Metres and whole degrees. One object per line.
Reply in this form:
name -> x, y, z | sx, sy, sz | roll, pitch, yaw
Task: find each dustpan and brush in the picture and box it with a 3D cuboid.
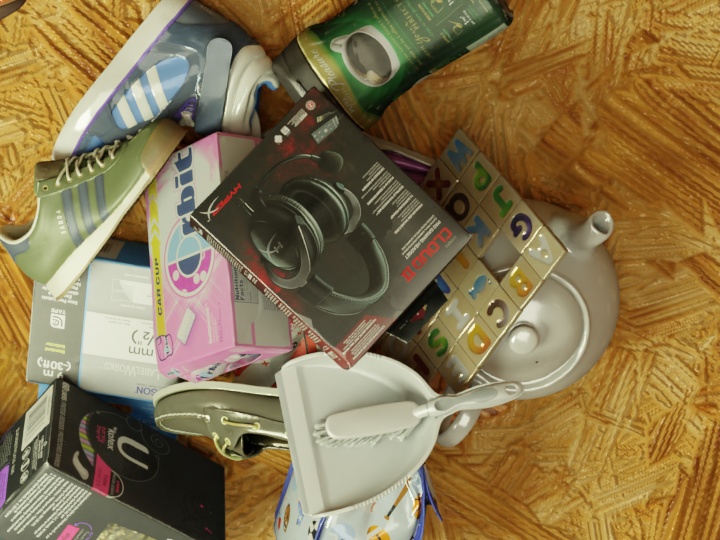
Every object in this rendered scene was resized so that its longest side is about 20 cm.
dustpan and brush -> 0.038, 0.123, 1.460 | 0.200, 0.057, 0.140 | -10, 73, -9

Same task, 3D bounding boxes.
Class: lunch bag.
lunch bag -> 0.001, 0.205, 1.590 | 0.124, 0.170, 0.200 | 9, 111, -15

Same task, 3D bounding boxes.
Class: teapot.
teapot -> 0.140, 0.041, 1.539 | 0.197, 0.146, 0.200 | -11, 110, 7

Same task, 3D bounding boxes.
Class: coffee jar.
coffee jar -> 0.025, -0.199, 1.486 | 0.200, 0.085, 0.104 | -35, 98, 13

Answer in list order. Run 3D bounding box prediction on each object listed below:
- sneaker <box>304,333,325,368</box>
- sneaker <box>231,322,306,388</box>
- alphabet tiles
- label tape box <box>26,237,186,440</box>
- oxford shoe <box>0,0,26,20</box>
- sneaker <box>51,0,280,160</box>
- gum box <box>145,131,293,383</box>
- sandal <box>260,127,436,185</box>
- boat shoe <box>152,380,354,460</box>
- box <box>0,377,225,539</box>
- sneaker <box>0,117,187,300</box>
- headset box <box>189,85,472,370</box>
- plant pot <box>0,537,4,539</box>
sneaker -> 0.000, 0.000, 1.508 | 0.108, 0.067, 0.202 | -6, 104, 2
sneaker -> -0.092, 0.045, 1.596 | 0.108, 0.067, 0.201 | 40, 104, -10
alphabet tiles -> 0.077, 0.004, 1.502 | 0.008, 0.167, 0.200 | 8, 125, -46
label tape box -> -0.234, 0.072, 1.613 | 0.143, 0.066, 0.200 | 9, 109, 0
oxford shoe -> -0.376, -0.208, 1.526 | 0.200, 0.071, 0.073 | -21, 136, 7
sneaker -> -0.163, -0.134, 1.523 | 0.146, 0.081, 0.200 | 38, 102, -6
gum box -> -0.125, -0.007, 1.501 | 0.113, 0.066, 0.200 | -20, 71, 46
sandal -> -0.008, -0.086, 1.550 | 0.202, 0.050, 0.083 | 8, 111, 0
boat shoe -> -0.098, 0.137, 1.538 | 0.202, 0.072, 0.060 | -1, 67, 21
box -> -0.233, 0.211, 1.603 | 0.200, 0.122, 0.106 | 32, 119, -26
sneaker -> -0.242, -0.070, 1.495 | 0.090, 0.067, 0.200 | 38, 112, -7
headset box -> -0.018, -0.026, 1.411 | 0.200, 0.077, 0.149 | 44, 83, 0
plant pot -> -0.417, 0.242, 1.625 | 0.200, 0.196, 0.196 | 28, 110, -15
